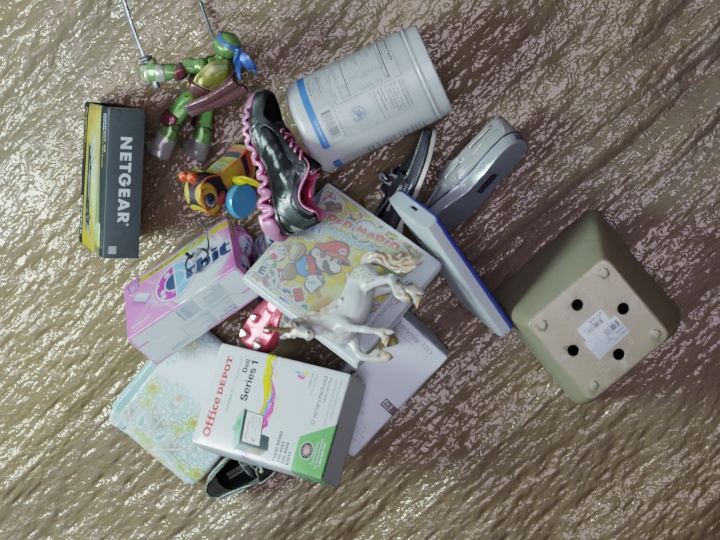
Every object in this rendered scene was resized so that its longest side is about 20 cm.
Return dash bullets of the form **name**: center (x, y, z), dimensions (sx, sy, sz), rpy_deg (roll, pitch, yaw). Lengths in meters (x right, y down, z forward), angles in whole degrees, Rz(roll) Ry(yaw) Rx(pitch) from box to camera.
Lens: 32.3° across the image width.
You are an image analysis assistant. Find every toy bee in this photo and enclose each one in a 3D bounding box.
- **toy bee**: center (-0.189, -0.112, 1.678), dimensions (0.130, 0.201, 0.109), rpy_deg (-8, 137, 28)

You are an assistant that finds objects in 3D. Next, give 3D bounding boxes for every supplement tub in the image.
- **supplement tub**: center (0.011, -0.230, 1.675), dimensions (0.198, 0.132, 0.133), rpy_deg (-24, 96, 6)

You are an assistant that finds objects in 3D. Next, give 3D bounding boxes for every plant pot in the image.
- **plant pot**: center (0.309, 0.062, 1.672), dimensions (0.199, 0.177, 0.200), rpy_deg (-40, 93, 8)

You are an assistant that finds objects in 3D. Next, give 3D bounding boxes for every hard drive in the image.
- **hard drive**: center (0.121, -0.010, 1.662), dimensions (0.025, 0.132, 0.201), rpy_deg (-39, 119, -4)

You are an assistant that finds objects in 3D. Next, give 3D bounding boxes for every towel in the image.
- **towel**: center (-0.247, 0.190, 1.798), dimensions (0.171, 0.048, 0.200), rpy_deg (40, 99, -5)

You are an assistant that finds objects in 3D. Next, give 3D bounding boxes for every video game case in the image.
- **video game case**: center (-0.024, 0.003, 1.645), dimensions (0.199, 0.023, 0.182), rpy_deg (35, 71, 18)

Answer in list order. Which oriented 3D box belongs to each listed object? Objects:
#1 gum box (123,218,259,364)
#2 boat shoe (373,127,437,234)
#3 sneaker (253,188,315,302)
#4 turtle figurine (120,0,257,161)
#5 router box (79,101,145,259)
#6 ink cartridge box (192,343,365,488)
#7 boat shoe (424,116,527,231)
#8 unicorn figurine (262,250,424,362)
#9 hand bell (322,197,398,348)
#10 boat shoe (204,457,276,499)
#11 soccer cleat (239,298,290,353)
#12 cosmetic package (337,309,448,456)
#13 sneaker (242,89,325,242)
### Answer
- **gum box**: center (-0.230, 0.025, 1.722), dimensions (0.199, 0.114, 0.066), rpy_deg (-33, 129, 13)
- **boat shoe**: center (0.049, -0.110, 1.720), dimensions (0.062, 0.073, 0.202), rpy_deg (22, 105, 1)
- **sneaker**: center (-0.115, -0.042, 1.733), dimensions (0.074, 0.088, 0.202), rpy_deg (11, 100, 1)
- **turtle figurine**: center (-0.238, -0.260, 1.697), dimensions (0.199, 0.144, 0.195), rpy_deg (27, 115, 6)
- **router box**: center (-0.342, -0.126, 1.701), dimensions (0.052, 0.157, 0.203), rpy_deg (0, 99, -24)
- **ink cartridge box**: center (-0.111, 0.195, 1.686), dimensions (0.198, 0.084, 0.146), rpy_deg (12, 77, 20)
- **boat shoe**: center (0.141, -0.128, 1.715), dimensions (0.200, 0.072, 0.066), rpy_deg (-48, 58, 24)
- **unicorn figurine**: center (-0.009, 0.054, 1.577), dimensions (0.136, 0.200, 0.074), rpy_deg (23, 143, 22)
- **hand bell**: center (0.000, 0.000, 1.690), dimensions (0.103, 0.104, 0.202), rpy_deg (-1, 77, 4)
- **boat shoe**: center (-0.142, 0.267, 1.760), dimensions (0.200, 0.064, 0.071), rpy_deg (-39, 91, 27)
- **soccer cleat**: center (-0.092, 0.033, 1.722), dimensions (0.067, 0.076, 0.201), rpy_deg (40, 102, 18)
- **cosmetic package**: center (0.024, 0.154, 1.759), dimensions (0.102, 0.074, 0.200), rpy_deg (41, 100, -1)
- **sneaker**: center (-0.094, -0.143, 1.630), dimensions (0.095, 0.079, 0.202), rpy_deg (-12, 89, 27)
